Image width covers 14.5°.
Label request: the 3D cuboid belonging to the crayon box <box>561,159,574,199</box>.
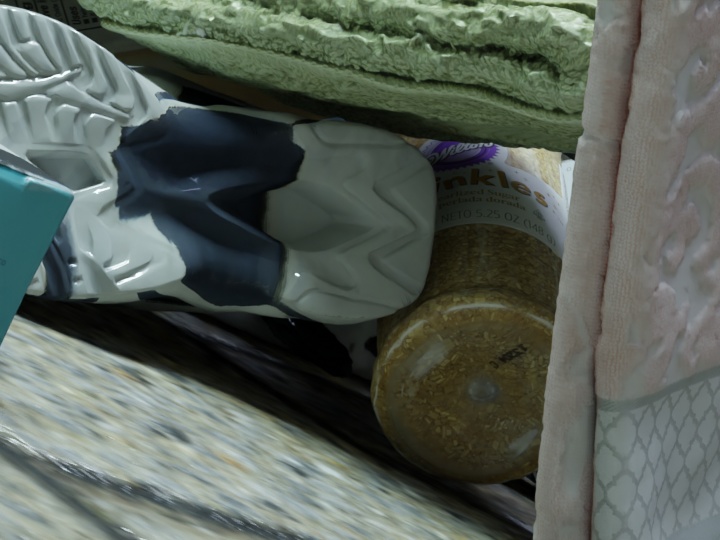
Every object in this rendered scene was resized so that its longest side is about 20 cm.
[{"bbox_3d":[0.146,0.013,1.162,0.127,0.051,0.200,-11,30,10],"label":"crayon box"}]

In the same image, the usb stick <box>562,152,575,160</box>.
[{"bbox_3d":[0.029,-0.097,1.107,0.200,0.033,0.055,34,13,10],"label":"usb stick"}]

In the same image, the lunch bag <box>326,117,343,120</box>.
[{"bbox_3d":[-0.018,-0.044,1.160,0.200,0.124,0.170,18,4,-6],"label":"lunch bag"}]

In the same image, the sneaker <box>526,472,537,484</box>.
[{"bbox_3d":[0.092,0.049,0.933,0.200,0.076,0.077,27,-1,28],"label":"sneaker"}]

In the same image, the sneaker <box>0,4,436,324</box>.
[{"bbox_3d":[-0.089,-0.029,0.844,0.199,0.080,0.130,6,-3,-28],"label":"sneaker"}]

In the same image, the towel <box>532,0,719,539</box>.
[{"bbox_3d":[0.117,-0.016,0.784,0.032,0.191,0.200,15,16,32],"label":"towel"}]

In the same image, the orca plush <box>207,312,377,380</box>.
[{"bbox_3d":[0.000,0.000,1.028,0.200,0.071,0.105,26,4,-11],"label":"orca plush"}]

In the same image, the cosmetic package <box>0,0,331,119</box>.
[{"bbox_3d":[-0.065,-0.105,1.023,0.200,0.071,0.105,-10,60,-16],"label":"cosmetic package"}]

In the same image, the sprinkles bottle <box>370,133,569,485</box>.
[{"bbox_3d":[0.037,-0.011,0.925,0.068,0.068,0.200,25,27,-14],"label":"sprinkles bottle"}]

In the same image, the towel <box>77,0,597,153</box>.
[{"bbox_3d":[0.025,-0.059,0.841,0.200,0.037,0.148,10,-2,32],"label":"towel"}]

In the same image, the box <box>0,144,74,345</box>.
[{"bbox_3d":[-0.154,-0.039,0.662,0.082,0.049,0.200,23,5,-39],"label":"box"}]
